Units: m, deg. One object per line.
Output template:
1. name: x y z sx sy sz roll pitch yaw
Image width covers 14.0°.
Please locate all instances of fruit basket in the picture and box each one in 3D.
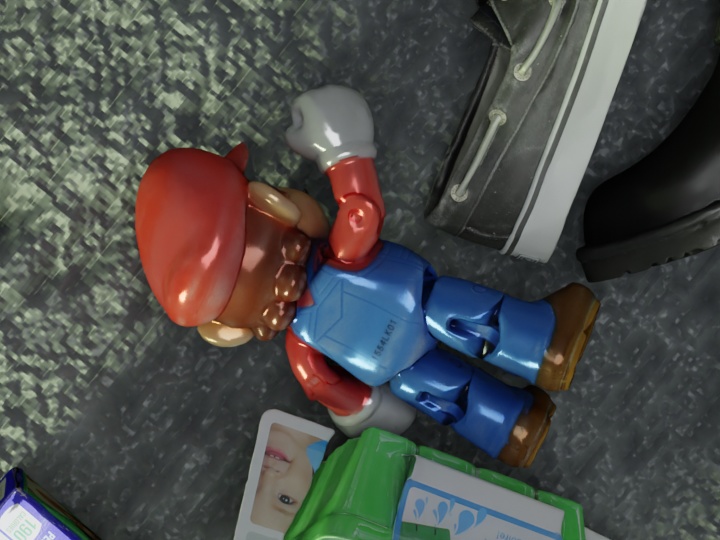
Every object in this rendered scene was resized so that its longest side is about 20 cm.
1. fruit basket: 0.024 0.173 1.207 0.185 0.094 0.201 22 55 -18

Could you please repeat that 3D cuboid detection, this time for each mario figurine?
1. mario figurine: 0.000 0.000 1.241 0.199 0.106 0.124 26 81 2

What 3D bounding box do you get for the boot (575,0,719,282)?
1. boot: 0.159 -0.101 1.239 0.211 0.079 0.158 -29 84 17

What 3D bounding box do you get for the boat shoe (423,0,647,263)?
1. boat shoe: 0.080 -0.105 1.239 0.063 0.071 0.201 17 96 -7

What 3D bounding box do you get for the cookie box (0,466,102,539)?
1. cookie box: -0.125 0.214 1.251 0.200 0.075 0.171 41 90 -8
